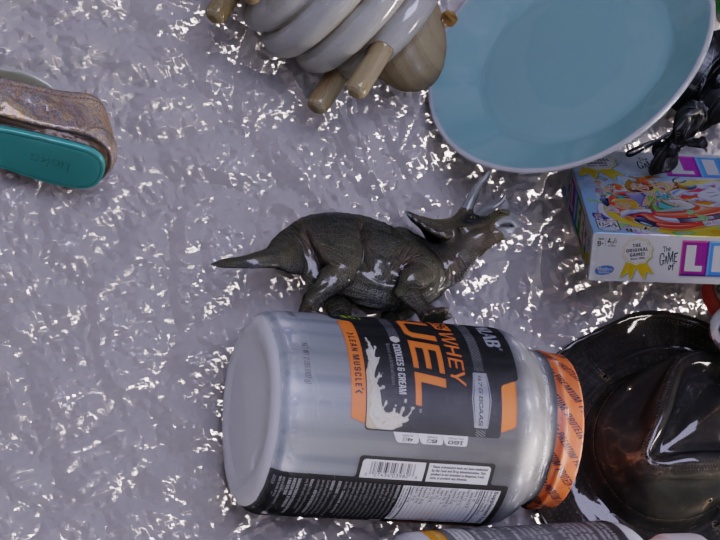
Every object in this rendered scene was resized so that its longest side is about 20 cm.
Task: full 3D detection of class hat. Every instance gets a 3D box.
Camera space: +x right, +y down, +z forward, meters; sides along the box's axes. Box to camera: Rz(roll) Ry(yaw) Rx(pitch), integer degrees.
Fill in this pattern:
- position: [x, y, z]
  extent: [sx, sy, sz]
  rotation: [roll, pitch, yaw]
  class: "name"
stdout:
- position: [0.203, 0.108, 1.601]
  extent: [0.200, 0.081, 0.201]
  rotation: [6, 70, -17]
  class: "hat"

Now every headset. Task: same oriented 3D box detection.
- position: [0.212, -0.144, 1.679]
  extent: [0.123, 0.094, 0.200]
  rotation: [20, 50, -6]
  class: "headset"

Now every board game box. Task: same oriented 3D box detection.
- position: [0.236, -0.033, 1.620]
  extent: [0.199, 0.135, 0.034]
  rotation: [2, 115, -5]
  class: "board game box"

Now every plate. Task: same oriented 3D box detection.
- position: [0.138, -0.139, 1.638]
  extent: [0.026, 0.200, 0.201]
  rotation: [51, 53, -45]
  class: "plate"

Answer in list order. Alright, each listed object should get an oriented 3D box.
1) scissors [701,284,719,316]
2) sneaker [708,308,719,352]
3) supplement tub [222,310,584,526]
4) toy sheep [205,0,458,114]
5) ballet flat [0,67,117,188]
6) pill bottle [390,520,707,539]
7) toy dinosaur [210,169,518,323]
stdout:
- position: [0.300, 0.074, 1.675]
  extent: [0.200, 0.014, 0.073]
  rotation: [50, 38, 0]
  class: "scissors"
- position: [0.301, 0.026, 1.625]
  extent: [0.200, 0.086, 0.080]
  rotation: [-19, 71, -51]
  class: "sneaker"
- position: [0.025, 0.091, 1.522]
  extent: [0.199, 0.123, 0.123]
  rotation: [5, 70, -19]
  class: "supplement tub"
- position: [-0.022, -0.187, 1.603]
  extent: [0.200, 0.138, 0.138]
  rotation: [43, 62, -20]
  class: "toy sheep"
- position: [-0.245, -0.102, 1.538]
  extent: [0.199, 0.068, 0.067]
  rotation: [17, 47, -19]
  class: "ballet flat"
- position: [0.114, 0.209, 1.515]
  extent: [0.199, 0.116, 0.117]
  rotation: [-1, 71, -19]
  class: "pill bottle"
- position: [0.000, 0.000, 1.584]
  extent: [0.199, 0.077, 0.103]
  rotation: [0, 52, -12]
  class: "toy dinosaur"
